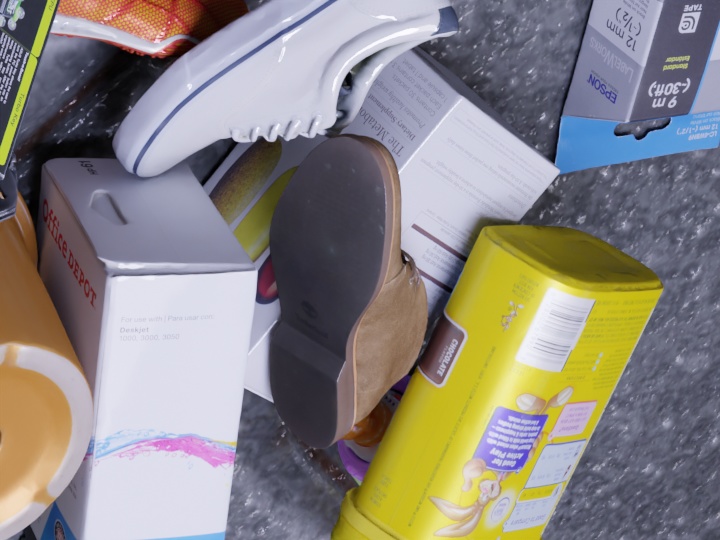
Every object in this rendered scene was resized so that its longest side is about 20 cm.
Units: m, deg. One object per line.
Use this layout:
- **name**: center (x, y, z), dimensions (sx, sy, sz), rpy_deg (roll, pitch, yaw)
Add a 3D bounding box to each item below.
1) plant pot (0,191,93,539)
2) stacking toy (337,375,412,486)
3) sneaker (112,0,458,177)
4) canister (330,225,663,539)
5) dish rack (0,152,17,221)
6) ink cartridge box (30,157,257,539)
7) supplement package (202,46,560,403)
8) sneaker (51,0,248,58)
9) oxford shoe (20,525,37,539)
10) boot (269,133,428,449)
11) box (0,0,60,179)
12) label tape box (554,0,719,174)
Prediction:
- **plant pot**: center (-0.230, 0.041, 1.408), dimensions (0.200, 0.183, 0.200), rpy_deg (-22, 134, -25)
- **stacking toy**: center (0.025, 0.103, 1.709), dimensions (0.110, 0.116, 0.200), rpy_deg (-49, 142, 7)
- **sneaker**: center (-0.040, -0.095, 1.433), dimensions (0.200, 0.071, 0.073), rpy_deg (-35, 171, 23)
- **canister**: center (0.080, 0.078, 1.595), dimensions (0.148, 0.086, 0.200), rpy_deg (0, 119, -59)
- **dish rack**: center (-0.267, -0.053, 1.334), dimensions (0.200, 0.154, 0.055), rpy_deg (-22, 150, -25)
- **ink cartridge box**: center (-0.121, 0.057, 1.477), dimensions (0.084, 0.145, 0.200), rpy_deg (-3, 117, -20)
- **supplement package**: center (-0.008, -0.027, 1.587), dimensions (0.200, 0.114, 0.109), rpy_deg (-51, 139, 6)
- **sneaker**: center (-0.127, -0.151, 1.429), dimensions (0.200, 0.073, 0.077), rpy_deg (7, 99, -49)
- **oxford shoe**: center (-0.139, 0.123, 1.625), dimensions (0.073, 0.084, 0.200), rpy_deg (-8, 125, -33)
- **boot**: center (0.000, 0.000, 1.492), dimensions (0.075, 0.074, 0.200), rpy_deg (-30, 144, -35)
- **box**: center (-0.209, -0.170, 1.274), dimensions (0.193, 0.047, 0.200), rpy_deg (39, 58, -46)
- **label tape box**: center (0.207, -0.140, 1.711), dimensions (0.143, 0.066, 0.200), rpy_deg (-9, 126, -34)
